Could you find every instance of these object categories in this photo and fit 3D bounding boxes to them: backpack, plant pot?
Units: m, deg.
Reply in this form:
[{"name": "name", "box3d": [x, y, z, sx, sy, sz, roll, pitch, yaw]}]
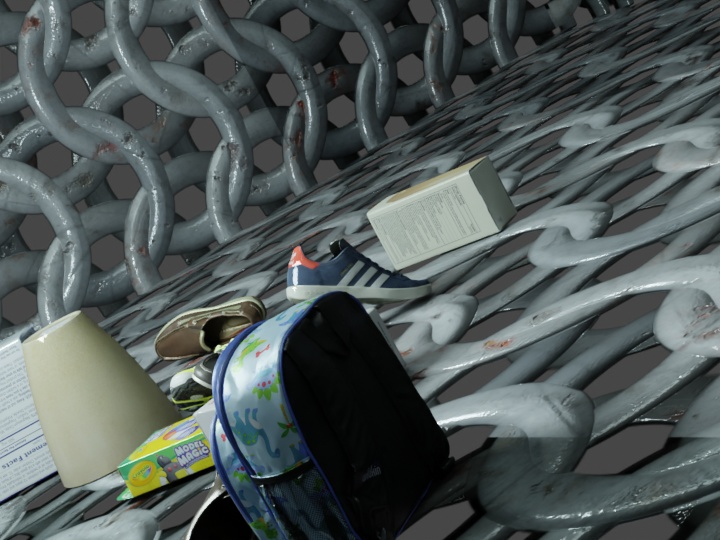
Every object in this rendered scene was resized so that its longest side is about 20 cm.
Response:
[{"name": "backpack", "box3d": [-0.041, 0.134, 1.323, 0.147, 0.200, 0.183, -19, 14, 33]}, {"name": "plant pot", "box3d": [-0.376, 0.164, 2.125, 0.187, 0.200, 0.187, -28, 9, 5]}]

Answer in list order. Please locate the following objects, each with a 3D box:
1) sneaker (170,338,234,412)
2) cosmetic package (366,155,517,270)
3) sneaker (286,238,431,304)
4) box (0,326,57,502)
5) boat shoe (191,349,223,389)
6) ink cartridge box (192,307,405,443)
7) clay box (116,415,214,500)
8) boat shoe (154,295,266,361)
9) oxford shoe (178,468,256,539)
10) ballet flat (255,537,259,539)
[{"name": "sneaker", "box3d": [-0.173, 0.128, 1.910, 0.075, 0.077, 0.200, -22, -12, 26]}, {"name": "cosmetic package", "box3d": [0.120, -0.084, 2.282, 0.200, 0.105, 0.071, -19, 13, 37]}, {"name": "sneaker", "box3d": [0.000, 0.000, 2.037, 0.199, 0.085, 0.075, 1, -9, -20]}, {"name": "box", "box3d": [-0.517, 0.216, 2.250, 0.184, 0.200, 0.105, -28, 8, 2]}, {"name": "boat shoe", "box3d": [-0.124, 0.106, 1.846, 0.067, 0.057, 0.200, 27, 16, 35]}, {"name": "ink cartridge box", "box3d": [-0.068, 0.136, 1.739, 0.146, 0.084, 0.200, -18, 15, 45]}, {"name": "clay box", "box3d": [-0.203, 0.209, 1.852, 0.199, 0.048, 0.115, -23, 9, 23]}, {"name": "boat shoe", "box3d": [-0.251, 0.099, 2.483, 0.202, 0.075, 0.075, -25, 16, 18]}, {"name": "oxford shoe", "box3d": [-0.101, 0.201, 1.386, 0.200, 0.073, 0.084, -64, 7, -27]}, {"name": "ballet flat", "box3d": [-0.079, 0.220, 1.455, 0.200, 0.046, 0.067, -27, 11, 11]}]
